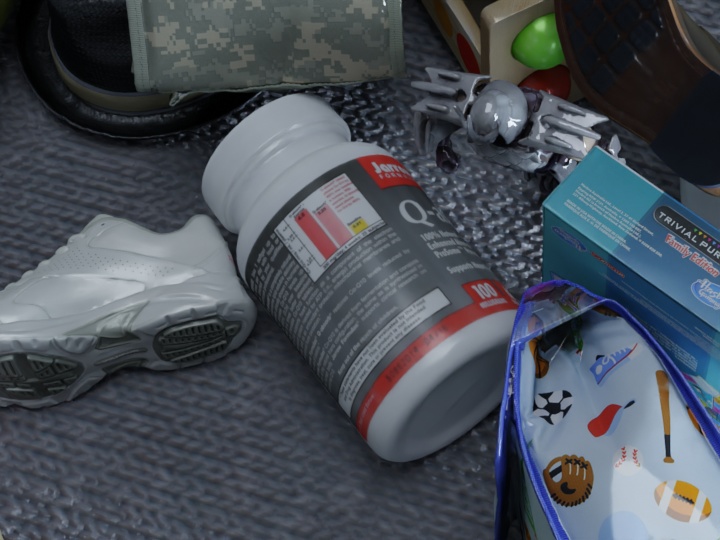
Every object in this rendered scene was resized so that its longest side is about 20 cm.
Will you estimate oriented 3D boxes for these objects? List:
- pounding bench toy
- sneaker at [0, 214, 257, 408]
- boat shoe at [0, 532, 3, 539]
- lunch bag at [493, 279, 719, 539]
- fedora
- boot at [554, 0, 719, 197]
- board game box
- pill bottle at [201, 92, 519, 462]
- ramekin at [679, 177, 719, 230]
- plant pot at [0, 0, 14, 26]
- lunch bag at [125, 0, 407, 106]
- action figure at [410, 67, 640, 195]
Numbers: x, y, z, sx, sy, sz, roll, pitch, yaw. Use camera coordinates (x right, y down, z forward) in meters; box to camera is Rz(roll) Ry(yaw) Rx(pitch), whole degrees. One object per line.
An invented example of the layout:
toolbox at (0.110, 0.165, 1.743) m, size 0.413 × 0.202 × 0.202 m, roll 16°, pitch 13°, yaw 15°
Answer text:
pounding bench toy at (0.104, -0.200, 1.103) m, size 0.123 × 0.200 × 0.157 m, roll -24°, pitch 63°, yaw -8°
sneaker at (-0.166, 0.017, 1.096) m, size 0.198 × 0.078 × 0.100 m, roll -10°, pitch 56°, yaw -10°
boat shoe at (-0.173, 0.200, 0.965) m, size 0.063 × 0.073 × 0.201 m, roll -35°, pitch 94°, yaw -19°
lunch bag at (0.131, 0.121, 0.959) m, size 0.123 × 0.170 × 0.201 m, roll -22°, pitch 65°, yaw -5°
fedora at (-0.131, -0.183, 1.173) m, size 0.198 × 0.092 × 0.202 m, roll -2°, pitch 63°, yaw 4°
boot at (0.178, -0.097, 1.005) m, size 0.075 × 0.097 × 0.201 m, roll -46°, pitch 45°, yaw 20°
board game box at (0.166, 0.038, 0.978) m, size 0.151 × 0.200 × 0.047 m, roll 38°, pitch 72°, yaw 20°
pill bottle at (0.000, 0.000, 1.059) m, size 0.115 × 0.116 × 0.200 m, roll -34°, pitch 66°, yaw -12°
ramekin at (0.282, -0.056, 1.021) m, size 0.097 × 0.200 × 0.202 m, roll 5°, pitch 55°, yaw -38°
plant pot at (-0.294, -0.175, 1.144) m, size 0.185 × 0.187 × 0.202 m, roll 8°, pitch 79°, yaw 9°
lunch bag at (-0.057, -0.200, 1.062) m, size 0.162 × 0.118 × 0.202 m, roll -3°, pitch 101°, yaw -1°
action figure at (0.101, -0.065, 1.036) m, size 0.130 × 0.200 × 0.070 m, roll 31°, pitch 96°, yaw 26°
